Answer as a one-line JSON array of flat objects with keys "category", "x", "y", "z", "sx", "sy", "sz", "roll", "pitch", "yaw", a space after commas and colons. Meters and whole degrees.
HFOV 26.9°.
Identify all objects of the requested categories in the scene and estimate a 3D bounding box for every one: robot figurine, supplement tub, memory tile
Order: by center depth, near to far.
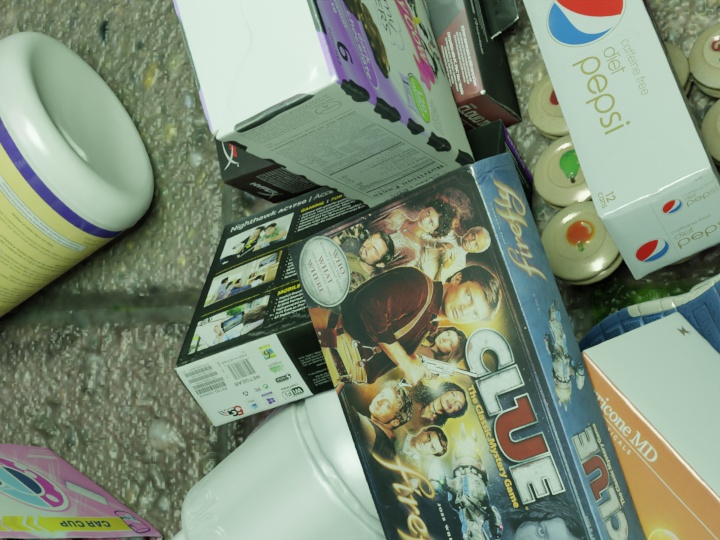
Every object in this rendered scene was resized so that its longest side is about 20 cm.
[{"category": "memory tile", "x": 0.189, "y": -0.074, "z": 0.837, "sx": 0.198, "sy": 0.017, "sz": 0.155, "roll": -14, "pitch": 55, "yaw": 22}, {"category": "robot figurine", "x": -0.025, "y": 0.138, "z": 0.878, "sx": 0.200, "sy": 0.113, "sz": 0.170, "roll": -41, "pitch": 43, "yaw": 13}, {"category": "supplement tub", "x": -0.253, "y": -0.047, "z": 0.994, "sx": 0.199, "sy": 0.145, "sz": 0.146, "roll": -32, "pitch": 70, "yaw": 16}]

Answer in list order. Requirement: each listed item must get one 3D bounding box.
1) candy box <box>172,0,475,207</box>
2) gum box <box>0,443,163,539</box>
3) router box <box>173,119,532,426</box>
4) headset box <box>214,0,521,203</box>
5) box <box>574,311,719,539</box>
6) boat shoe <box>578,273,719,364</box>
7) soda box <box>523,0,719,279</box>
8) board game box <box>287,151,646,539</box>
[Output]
[{"category": "candy box", "x": -0.025, "y": -0.136, "z": 0.789, "sx": 0.071, "sy": 0.200, "sz": 0.169, "roll": -23, "pitch": 75, "yaw": 19}, {"category": "gum box", "x": -0.227, "y": 0.159, "z": 0.920, "sx": 0.113, "sy": 0.200, "sz": 0.067, "roll": 31, "pitch": 95, "yaw": 27}, {"category": "router box", "x": 0.000, "y": 0.000, "z": 0.877, "sx": 0.198, "sy": 0.051, "sz": 0.150, "roll": -19, "pitch": 31, "yaw": 21}, {"category": "headset box", "x": 0.003, "y": -0.145, "z": 0.930, "sx": 0.198, "sy": 0.075, "sz": 0.150, "roll": -16, "pitch": 76, "yaw": 22}, {"category": "box", "x": 0.130, "y": 0.141, "z": 0.776, "sx": 0.125, "sy": 0.097, "sz": 0.201, "roll": 47, "pitch": 127, "yaw": 23}, {"category": "boat shoe", "x": 0.196, "y": 0.039, "z": 0.811, "sx": 0.199, "sy": 0.072, "sz": 0.073, "roll": -33, "pitch": 71, "yaw": 44}, {"category": "soda box", "x": 0.142, "y": -0.100, "z": 0.825, "sx": 0.063, "sy": 0.068, "sz": 0.202, "roll": -24, "pitch": 52, "yaw": 15}, {"category": "board game box", "x": 0.049, "y": 0.060, "z": 0.739, "sx": 0.135, "sy": 0.034, "sz": 0.202, "roll": -23, "pitch": 85, "yaw": 43}]
